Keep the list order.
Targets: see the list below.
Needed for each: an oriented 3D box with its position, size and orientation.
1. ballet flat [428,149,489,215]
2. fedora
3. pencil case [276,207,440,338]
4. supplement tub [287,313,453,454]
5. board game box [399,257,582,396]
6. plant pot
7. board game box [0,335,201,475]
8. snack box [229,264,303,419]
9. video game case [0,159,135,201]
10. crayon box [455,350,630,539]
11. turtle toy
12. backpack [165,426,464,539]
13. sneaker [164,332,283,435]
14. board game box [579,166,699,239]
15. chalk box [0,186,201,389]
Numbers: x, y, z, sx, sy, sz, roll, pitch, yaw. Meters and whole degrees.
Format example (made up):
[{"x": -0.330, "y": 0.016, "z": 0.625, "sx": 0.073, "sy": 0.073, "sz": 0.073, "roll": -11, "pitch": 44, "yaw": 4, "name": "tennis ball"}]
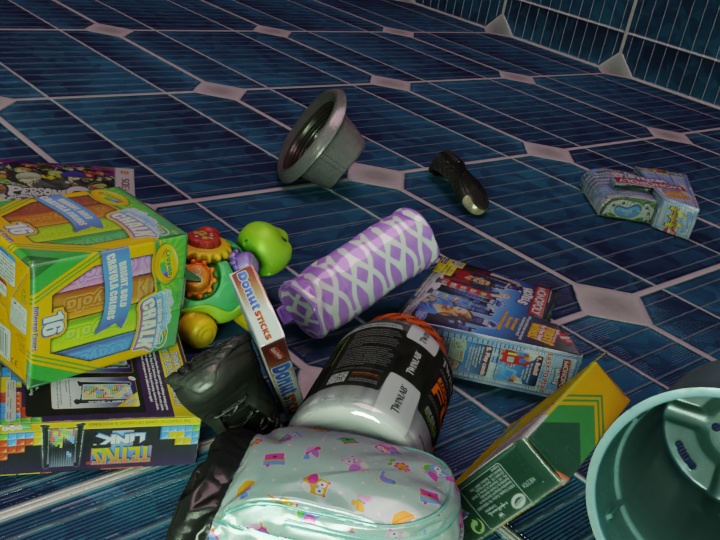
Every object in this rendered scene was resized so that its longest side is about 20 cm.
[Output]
[{"x": 0.171, "y": -0.145, "z": 1.530, "sx": 0.066, "sy": 0.057, "sz": 0.200, "roll": 30, "pitch": 21, "yaw": -29, "name": "ballet flat"}, {"x": -0.055, "y": -0.202, "z": 1.450, "sx": 0.090, "sy": 0.177, "sz": 0.200, "roll": 35, "pitch": 9, "yaw": -21, "name": "fedora"}, {"x": 0.000, "y": 0.000, "z": 1.035, "sx": 0.200, "sy": 0.084, "sz": 0.085, "roll": -32, "pitch": 20, "yaw": -27, "name": "pencil case"}, {"x": 0.016, "y": 0.123, "z": 0.805, "sx": 0.122, "sy": 0.123, "sz": 0.200, "roll": 15, "pitch": 26, "yaw": 10, "name": "supplement tub"}, {"x": 0.158, "y": 0.071, "z": 1.024, "sx": 0.200, "sy": 0.062, "sz": 0.200, "roll": 18, "pitch": 26, "yaw": 15, "name": "board game box"}, {"x": 0.319, "y": 0.172, "z": 0.767, "sx": 0.200, "sy": 0.200, "sz": 0.196, "roll": 23, "pitch": 19, "yaw": 23, "name": "plant pot"}, {"x": -0.246, "y": 0.103, "z": 0.821, "sx": 0.165, "sy": 0.057, "sz": 0.200, "roll": 3, "pitch": 26, "yaw": -21, "name": "board game box"}, {"x": -0.080, "y": 0.070, "z": 0.792, "sx": 0.024, "sy": 0.200, "sz": 0.072, "roll": -22, "pitch": 66, "yaw": -9, "name": "snack box"}, {"x": -0.407, "y": -0.101, "z": 1.202, "sx": 0.200, "sy": 0.036, "sz": 0.181, "roll": 3, "pitch": 25, "yaw": -16, "name": "video game case"}, {"x": 0.160, "y": 0.154, "z": 0.787, "sx": 0.051, "sy": 0.127, "sz": 0.200, "roll": 49, "pitch": 37, "yaw": 10, "name": "crayon box"}, {"x": -0.164, "y": 0.001, "z": 1.010, "sx": 0.200, "sy": 0.101, "sz": 0.146, "roll": -16, "pitch": 36, "yaw": -43, "name": "turtle toy"}, {"x": -0.027, "y": 0.188, "z": 0.643, "sx": 0.200, "sy": 0.127, "sz": 0.167, "roll": 11, "pitch": 25, "yaw": 5, "name": "backpack"}, {"x": -0.102, "y": 0.110, "z": 0.746, "sx": 0.076, "sy": 0.091, "sz": 0.200, "roll": -30, "pitch": -11, "yaw": -1, "name": "sneaker"}, {"x": 0.520, "y": -0.129, "z": 1.602, "sx": 0.200, "sy": 0.062, "sz": 0.200, "roll": 8, "pitch": 25, "yaw": -5, "name": "board game box"}, {"x": -0.242, "y": 0.004, "z": 0.819, "sx": 0.125, "sy": 0.124, "sz": 0.200, "roll": 30, "pitch": 30, "yaw": 34, "name": "chalk box"}]
